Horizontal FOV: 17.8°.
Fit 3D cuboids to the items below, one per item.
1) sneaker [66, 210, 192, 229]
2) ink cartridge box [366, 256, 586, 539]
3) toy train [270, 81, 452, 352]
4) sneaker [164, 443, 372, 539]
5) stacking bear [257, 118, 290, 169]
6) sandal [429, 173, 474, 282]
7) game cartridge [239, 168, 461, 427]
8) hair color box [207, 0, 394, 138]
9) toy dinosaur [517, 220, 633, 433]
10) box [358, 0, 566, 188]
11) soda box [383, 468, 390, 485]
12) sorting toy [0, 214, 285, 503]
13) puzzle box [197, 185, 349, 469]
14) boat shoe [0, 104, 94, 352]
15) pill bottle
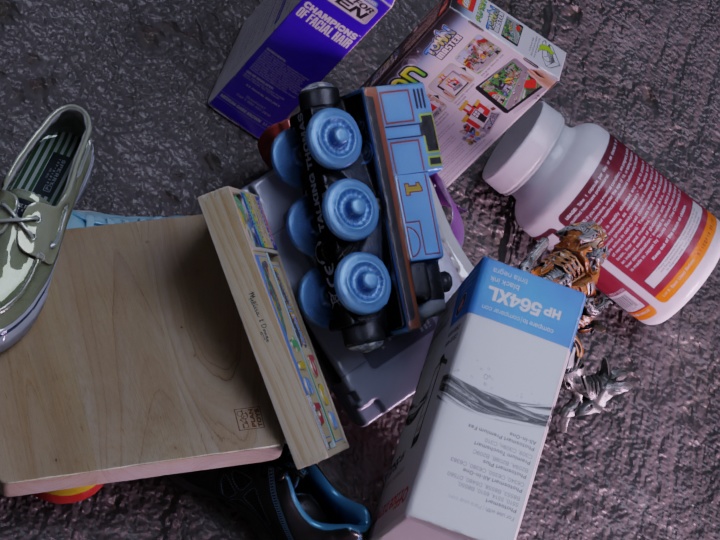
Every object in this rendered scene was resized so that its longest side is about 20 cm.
[{"bbox_3d":[-0.157,-0.019,1.721,0.199,0.082,0.074,10,54,-32],"label":"sneaker"},{"bbox_3d":[0.081,0.112,1.647,0.084,0.146,0.201,21,70,-5],"label":"ink cartridge box"},{"bbox_3d":[0.008,-0.042,1.689,0.114,0.087,0.202,-8,84,-30],"label":"toy train"},{"bbox_3d":[-0.076,0.141,1.673,0.200,0.082,0.073,39,49,-6],"label":"sneaker"},{"bbox_3d":[-0.002,-0.018,1.818,0.121,0.114,0.201,-13,80,-18],"label":"stacking bear"},{"bbox_3d":[0.065,-0.033,1.895,0.050,0.082,0.204,-27,92,-30],"label":"sandal"},{"bbox_3d":[0.000,0.000,1.741,0.133,0.041,0.201,-32,94,-29],"label":"game cartridge"},{"bbox_3d":[-0.037,-0.205,1.851,0.065,0.200,0.110,32,47,-13],"label":"hair color box"},{"bbox_3d":[0.140,0.052,1.851,0.200,0.102,0.136,-37,129,-10],"label":"toy dinosaur"},{"bbox_3d":[0.067,-0.141,1.885,0.110,0.200,0.035,32,47,-14],"label":"box"},{"bbox_3d":[0.072,0.233,1.732,0.068,0.064,0.201,11,56,-30],"label":"soda box"},{"bbox_3d":[-0.174,0.069,1.619,0.197,0.070,0.201,-7,56,-16],"label":"sorting toy"},{"bbox_3d":[-0.059,0.040,1.624,0.133,0.025,0.201,8,61,-84],"label":"puzzle box"},{"bbox_3d":[-0.238,-0.033,1.597,0.072,0.062,0.201,17,54,1],"label":"boat shoe"},{"bbox_3d":[0.209,-0.053,1.990,0.200,0.113,0.113,37,46,-10],"label":"pill bottle"}]
